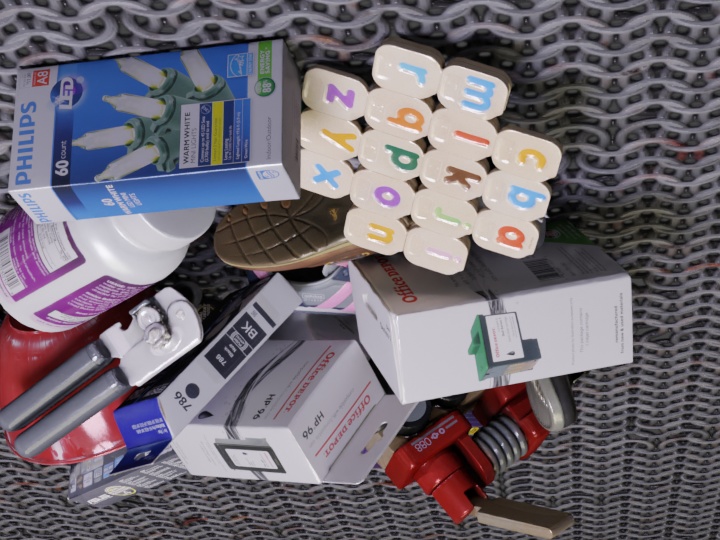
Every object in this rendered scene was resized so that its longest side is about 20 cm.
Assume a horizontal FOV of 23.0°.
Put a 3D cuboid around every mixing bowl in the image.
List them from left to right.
[{"bbox_3d":[-0.245,0.066,1.571,0.200,0.200,0.108,-10,123,19],"label":"mixing bowl"}]

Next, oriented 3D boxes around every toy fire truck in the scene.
[{"bbox_3d":[0.128,0.166,1.641,0.176,0.200,0.129,-32,163,-25],"label":"toy fire truck"}]

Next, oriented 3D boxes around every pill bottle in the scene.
[{"bbox_3d":[-0.205,-0.030,1.409,0.112,0.112,0.200,19,150,-37],"label":"pill bottle"}]

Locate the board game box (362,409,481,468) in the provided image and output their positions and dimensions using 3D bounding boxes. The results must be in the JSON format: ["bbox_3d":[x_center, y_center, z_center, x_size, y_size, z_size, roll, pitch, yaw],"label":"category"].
[{"bbox_3d":[0.087,0.167,1.901,0.165,0.057,0.200,1,161,-12],"label":"board game box"}]

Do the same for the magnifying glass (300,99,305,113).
[{"bbox_3d":[-0.106,-0.091,1.387,0.080,0.022,0.200,11,154,-24],"label":"magnifying glass"}]

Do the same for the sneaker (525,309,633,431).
[{"bbox_3d":[0.193,0.060,1.556,0.106,0.200,0.075,-8,125,2],"label":"sneaker"}]

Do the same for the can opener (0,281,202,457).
[{"bbox_3d":[-0.208,0.084,1.459,0.200,0.053,0.066,-36,172,12],"label":"can opener"}]

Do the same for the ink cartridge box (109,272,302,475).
[{"bbox_3d":[-0.140,0.086,1.481,0.039,0.200,0.099,48,150,-12],"label":"ink cartridge box"}]

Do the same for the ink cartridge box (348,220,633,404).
[{"bbox_3d":[0.104,0.031,1.454,0.200,0.084,0.146,-10,-158,-11],"label":"ink cartridge box"}]

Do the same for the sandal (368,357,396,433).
[{"bbox_3d":[0.060,0.069,1.578,0.048,0.200,0.075,47,171,-35],"label":"sandal"}]

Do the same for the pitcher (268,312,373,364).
[{"bbox_3d":[-0.055,0.086,1.682,0.172,0.121,0.200,39,144,12],"label":"pitcher"}]

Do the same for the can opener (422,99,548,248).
[{"bbox_3d":[0.093,-0.070,1.399,0.066,0.053,0.200,-12,153,26],"label":"can opener"}]

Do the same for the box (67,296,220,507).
[{"bbox_3d":[-0.206,0.128,1.705,0.049,0.161,0.200,19,150,-36],"label":"box"}]

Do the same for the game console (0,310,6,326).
[{"bbox_3d":[-0.417,0.108,1.708,0.172,0.119,0.200,-4,156,8],"label":"game console"}]

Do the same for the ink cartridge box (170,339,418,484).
[{"bbox_3d":[-0.061,0.119,1.521,0.200,0.116,0.068,-2,128,40],"label":"ink cartridge box"}]

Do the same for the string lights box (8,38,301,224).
[{"bbox_3d":[-0.145,-0.098,1.269,0.200,0.103,0.059,-5,156,10],"label":"string lights box"}]

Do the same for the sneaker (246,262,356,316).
[{"bbox_3d":[0.000,0.000,1.533,0.200,0.070,0.082,-3,158,0],"label":"sneaker"}]

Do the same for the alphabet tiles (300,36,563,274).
[{"bbox_3d":[0.046,-0.081,1.308,0.196,0.015,0.200,18,135,7],"label":"alphabet tiles"}]

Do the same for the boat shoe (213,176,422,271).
[{"bbox_3d":[-0.023,-0.033,1.457,0.200,0.072,0.068,-13,151,20],"label":"boat shoe"}]
